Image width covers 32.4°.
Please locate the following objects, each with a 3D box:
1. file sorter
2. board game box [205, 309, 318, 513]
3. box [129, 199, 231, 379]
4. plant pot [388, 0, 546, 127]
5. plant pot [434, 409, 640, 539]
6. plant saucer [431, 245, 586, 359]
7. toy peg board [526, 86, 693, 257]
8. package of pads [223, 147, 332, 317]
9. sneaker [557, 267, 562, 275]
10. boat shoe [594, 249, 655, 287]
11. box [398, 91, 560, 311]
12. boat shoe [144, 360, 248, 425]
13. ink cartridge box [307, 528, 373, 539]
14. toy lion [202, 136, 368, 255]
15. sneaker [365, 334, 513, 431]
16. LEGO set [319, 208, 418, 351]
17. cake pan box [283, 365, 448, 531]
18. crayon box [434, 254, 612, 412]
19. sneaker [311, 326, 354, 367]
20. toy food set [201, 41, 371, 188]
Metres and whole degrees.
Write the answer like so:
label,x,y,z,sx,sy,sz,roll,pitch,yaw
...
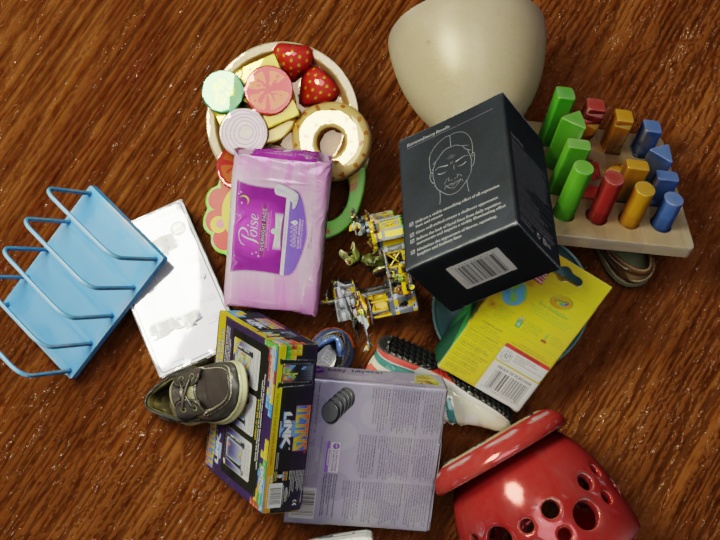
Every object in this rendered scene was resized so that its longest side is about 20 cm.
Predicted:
label,x,y,z,sx,sy,sz,roll,pitch,yaw
file sorter,-0.364,0.014,1.498,0.139,0.123,0.200,43,103,15
board game box,-0.119,0.162,1.464,0.056,0.165,0.202,1,102,-30
box,-0.236,0.027,1.568,0.116,0.060,0.201,-25,81,-5
plant pot,0.140,-0.235,1.535,0.199,0.201,0.135,-5,67,-2
plant pot,0.202,0.275,1.461,0.200,0.200,0.183,-28,80,-5
plant saucer,0.187,0.037,1.548,0.198,0.036,0.201,0,114,-1
toy peg board,0.310,-0.130,1.525,0.198,0.098,0.201,5,48,-10
package of pads,-0.101,-0.047,1.502,0.120,0.076,0.201,6,106,-1
sneaker,0.214,-0.079,1.583,0.110,0.077,0.201,-10,84,3
boat shoe,0.311,-0.070,1.586,0.076,0.074,0.200,-38,83,-7
box,0.135,-0.079,1.448,0.148,0.107,0.201,-23,49,27
boat shoe,-0.197,0.152,1.477,0.064,0.200,0.074,3,72,-32
ink cartridge box,-0.017,0.381,1.439,0.087,0.200,0.146,-8,81,1
toy lion,-0.098,-0.089,1.595,0.198,0.069,0.193,9,87,0
sneaker,0.091,0.163,1.555,0.199,0.070,0.094,27,111,-8
LEGO set,0.000,0.000,1.520,0.115,0.200,0.155,-12,104,-1
cake pan box,0.004,0.219,1.499,0.183,0.052,0.202,4,105,-5
crayon box,0.197,0.060,1.511,0.126,0.051,0.200,30,110,-14
sneaker,-0.074,0.156,1.538,0.075,0.078,0.201,25,80,4
toy food set,-0.098,-0.183,1.539,0.197,0.049,0.201,-24,92,1
